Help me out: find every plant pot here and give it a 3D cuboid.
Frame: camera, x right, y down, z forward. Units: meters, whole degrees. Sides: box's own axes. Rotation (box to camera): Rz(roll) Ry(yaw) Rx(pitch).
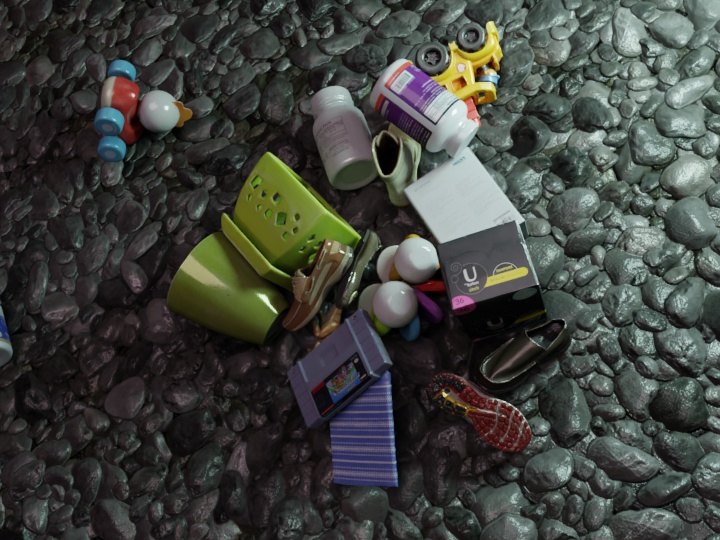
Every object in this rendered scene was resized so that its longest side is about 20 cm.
[{"bbox_3d":[-0.144,-0.080,1.576,0.182,0.200,0.199,-47,63,5],"label":"plant pot"},{"bbox_3d":[-0.243,0.055,1.578,0.200,0.187,0.187,32,82,12],"label":"plant pot"}]

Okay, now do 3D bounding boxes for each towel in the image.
[{"bbox_3d":[0.004,0.279,1.418,0.144,0.024,0.201,-9,81,39],"label":"towel"}]

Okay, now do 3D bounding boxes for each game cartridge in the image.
[{"bbox_3d":[-0.041,0.178,1.430,0.200,0.038,0.130,-42,47,20],"label":"game cartridge"}]

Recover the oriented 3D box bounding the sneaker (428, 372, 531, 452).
[{"bbox_3d":[0.214,0.240,1.400,0.200,0.082,0.078,36,97,9],"label":"sneaker"}]

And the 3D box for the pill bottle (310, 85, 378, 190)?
[{"bbox_3d":[-0.037,-0.277,1.654,0.114,0.114,0.201,-23,64,9],"label":"pill bottle"}]

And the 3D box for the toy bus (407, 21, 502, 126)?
[{"bbox_3d":[0.211,-0.375,1.609,0.200,0.136,0.192,-26,78,7],"label":"toy bus"}]

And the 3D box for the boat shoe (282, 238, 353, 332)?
[{"bbox_3d":[-0.094,0.023,1.514,0.074,0.076,0.200,32,102,-17],"label":"boat shoe"}]

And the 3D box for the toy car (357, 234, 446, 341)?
[{"bbox_3d":[0.095,0.041,1.485,0.150,0.175,0.200,28,78,-12],"label":"toy car"}]

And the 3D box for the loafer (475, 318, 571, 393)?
[{"bbox_3d":[0.282,0.137,1.387,0.200,0.071,0.073,-32,53,-18],"label":"loafer"}]

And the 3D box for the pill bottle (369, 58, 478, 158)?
[{"bbox_3d":[0.123,-0.303,1.517,0.200,0.112,0.113,39,85,8],"label":"pill bottle"}]

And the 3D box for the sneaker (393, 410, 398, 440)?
[{"bbox_3d":[0.002,0.249,1.479,0.092,0.076,0.201,-29,66,31],"label":"sneaker"}]

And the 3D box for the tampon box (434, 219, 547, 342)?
[{"bbox_3d":[0.234,0.023,1.404,0.149,0.200,0.127,-18,66,12],"label":"tampon box"}]

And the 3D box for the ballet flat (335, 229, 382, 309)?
[{"bbox_3d":[0.000,0.000,1.504,0.046,0.067,0.200,31,45,-9],"label":"ballet flat"}]

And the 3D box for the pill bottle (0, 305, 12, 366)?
[{"bbox_3d":[-0.857,0.116,1.776,0.119,0.120,0.200,-30,64,5],"label":"pill bottle"}]

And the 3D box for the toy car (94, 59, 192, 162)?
[{"bbox_3d":[-0.489,-0.355,1.836,0.199,0.177,0.185,8,56,-8],"label":"toy car"}]

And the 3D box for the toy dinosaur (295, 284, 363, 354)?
[{"bbox_3d":[-0.061,0.106,1.553,0.106,0.060,0.201,18,96,17],"label":"toy dinosaur"}]

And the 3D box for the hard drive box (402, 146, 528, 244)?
[{"bbox_3d":[0.201,-0.112,1.534,0.156,0.077,0.200,-33,64,4],"label":"hard drive box"}]

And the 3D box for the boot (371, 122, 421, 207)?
[{"bbox_3d":[0.069,-0.245,1.583,0.072,0.155,0.201,-4,71,16],"label":"boot"}]
